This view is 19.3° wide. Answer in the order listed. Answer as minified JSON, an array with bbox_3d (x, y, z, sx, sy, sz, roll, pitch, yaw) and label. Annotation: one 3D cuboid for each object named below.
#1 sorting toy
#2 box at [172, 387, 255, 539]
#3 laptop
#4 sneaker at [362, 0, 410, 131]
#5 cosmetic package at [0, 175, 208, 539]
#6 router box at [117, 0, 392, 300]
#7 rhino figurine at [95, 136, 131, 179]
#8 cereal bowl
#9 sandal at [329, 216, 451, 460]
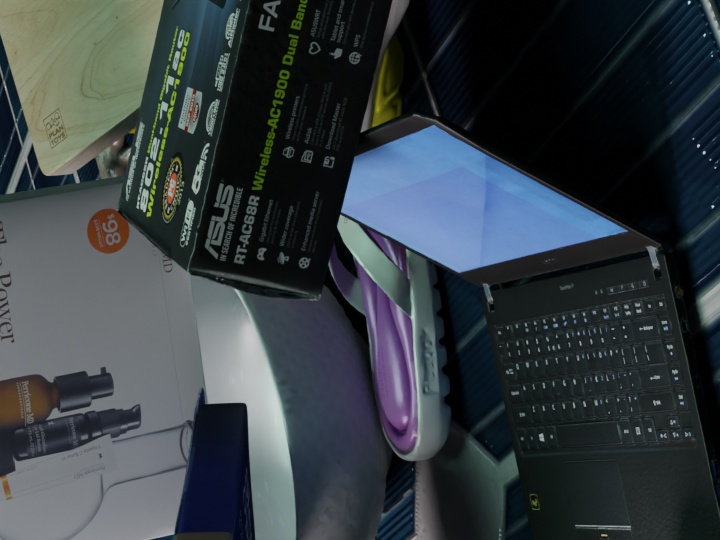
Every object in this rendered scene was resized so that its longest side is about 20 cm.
[{"bbox_3d":[-0.129,-0.185,1.216,0.200,0.069,0.200,-30,73,43],"label":"sorting toy"},{"bbox_3d":[-0.071,0.148,1.077,0.200,0.032,0.122,-95,2,-70],"label":"box"},{"bbox_3d":[0.056,0.035,0.905,0.177,0.103,0.201,165,93,-68],"label":"laptop"},{"bbox_3d":[-0.021,-0.138,1.013,0.074,0.084,0.202,-165,74,-65],"label":"sneaker"},{"bbox_3d":[-0.164,0.055,1.164,0.052,0.150,0.202,9,108,64],"label":"cosmetic package"},{"bbox_3d":[-0.043,-0.101,0.910,0.150,0.062,0.201,-148,71,-70],"label":"router box"},{"bbox_3d":[-0.154,-0.013,1.437,0.087,0.060,0.201,28,128,38],"label":"rhino figurine"},{"bbox_3d":[-0.038,0.083,1.178,0.200,0.083,0.202,168,90,-68],"label":"cereal bowl"},{"bbox_3d":[0.003,-0.002,1.082,0.082,0.049,0.204,145,113,-64],"label":"sandal"}]
